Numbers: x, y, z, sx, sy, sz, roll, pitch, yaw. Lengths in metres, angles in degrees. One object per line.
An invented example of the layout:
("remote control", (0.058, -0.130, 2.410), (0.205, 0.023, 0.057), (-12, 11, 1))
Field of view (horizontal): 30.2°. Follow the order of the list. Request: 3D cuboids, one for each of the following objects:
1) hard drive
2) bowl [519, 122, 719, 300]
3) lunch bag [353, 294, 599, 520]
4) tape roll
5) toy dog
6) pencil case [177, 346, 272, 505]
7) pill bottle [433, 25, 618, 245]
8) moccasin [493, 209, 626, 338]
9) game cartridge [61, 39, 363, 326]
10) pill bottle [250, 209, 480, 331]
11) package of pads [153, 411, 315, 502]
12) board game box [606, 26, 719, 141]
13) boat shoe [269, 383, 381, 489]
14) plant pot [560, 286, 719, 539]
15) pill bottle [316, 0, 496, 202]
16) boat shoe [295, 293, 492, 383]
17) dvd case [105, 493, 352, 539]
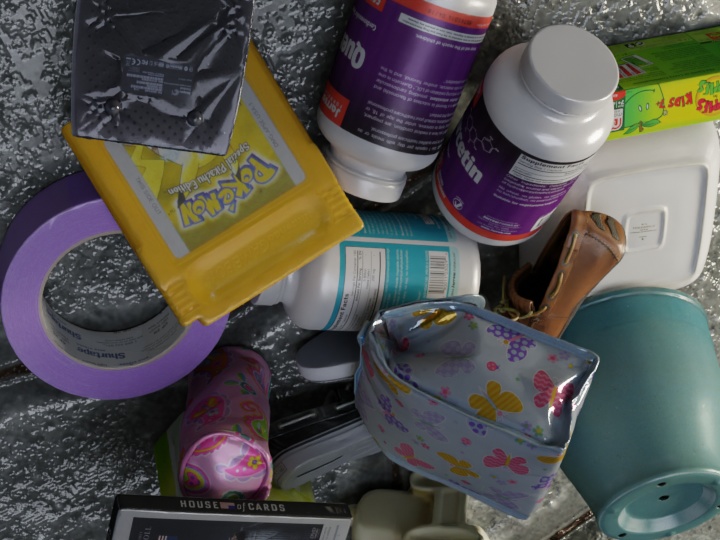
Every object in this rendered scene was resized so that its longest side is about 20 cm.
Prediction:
("hard drive", (-0.154, -0.198, 1.049), (0.134, 0.042, 0.201), (6, 97, -11))
("bowl", (0.259, -0.054, 1.288), (0.199, 0.075, 0.201), (-9, 121, -15))
("lunch bag", (0.092, 0.110, 1.186), (0.199, 0.128, 0.170), (20, 149, 9))
("tape roll", (-0.216, 0.013, 1.178), (0.199, 0.066, 0.201), (-8, 121, -13))
("toy dog", (0.066, 0.327, 1.401), (0.193, 0.140, 0.201), (-10, 121, 3))
("pencil case", (-0.118, 0.142, 1.199), (0.087, 0.200, 0.088), (-2, 110, -5))
("pill bottle", (0.141, -0.115, 1.135), (0.112, 0.113, 0.200), (1, 150, -18))
("moccasin", (0.164, 0.023, 1.238), (0.077, 0.074, 0.202), (19, 134, -18))
("game cartridge", (-0.120, -0.075, 1.106), (0.176, 0.032, 0.201), (-33, 91, -11))
("pill bottle", (0.000, 0.000, 1.212), (0.199, 0.111, 0.111), (4, 117, -19))
("package of pads", (-0.107, 0.235, 1.254), (0.154, 0.200, 0.068), (27, 114, -29))
("board game box", (0.286, -0.173, 1.213), (0.199, 0.102, 0.048), (-12, 122, -11))
("boat shoe", (-0.012, 0.144, 1.309), (0.199, 0.071, 0.072), (-18, 153, -34))
("plant pot", (0.269, 0.151, 1.298), (0.199, 0.189, 0.201), (-8, 144, -6))
("pill bottle", (0.032, -0.164, 1.131), (0.112, 0.113, 0.201), (12, 113, -23))
("boat shoe", (0.037, 0.080, 1.298), (0.199, 0.070, 0.067), (-20, 121, -15))
("dvd case", (-0.119, 0.257, 1.127), (0.199, 0.025, 0.151), (6, 118, -20))
